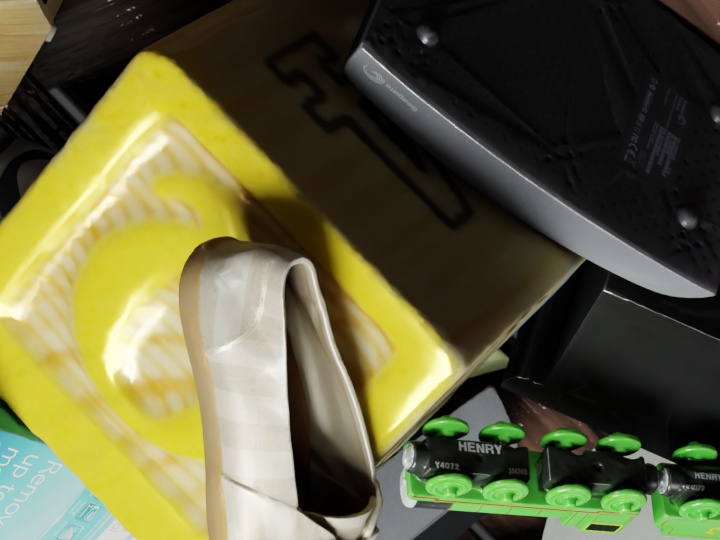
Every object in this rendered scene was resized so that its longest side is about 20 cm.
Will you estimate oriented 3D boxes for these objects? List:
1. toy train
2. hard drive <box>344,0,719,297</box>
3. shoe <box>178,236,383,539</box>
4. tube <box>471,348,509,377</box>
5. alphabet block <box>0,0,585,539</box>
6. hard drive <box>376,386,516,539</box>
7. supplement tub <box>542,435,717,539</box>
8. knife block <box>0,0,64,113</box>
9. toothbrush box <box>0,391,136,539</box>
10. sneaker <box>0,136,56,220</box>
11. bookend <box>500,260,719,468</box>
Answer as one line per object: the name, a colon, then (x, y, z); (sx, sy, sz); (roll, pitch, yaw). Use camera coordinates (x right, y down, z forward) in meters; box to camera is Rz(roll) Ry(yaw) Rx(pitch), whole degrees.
toy train: (0.110, 0.103, 1.405); (0.200, 0.042, 0.056); (7, 151, -18)
hard drive: (0.088, -0.081, 1.318); (0.200, 0.135, 0.042); (34, 142, -17)
shoe: (-0.027, 0.083, 1.207); (0.053, 0.070, 0.200); (-4, 105, 35)
tube: (0.000, 0.000, 1.521); (0.058, 0.052, 0.200); (28, 162, 50)
alphabet block: (-0.038, -0.001, 1.337); (0.196, 0.200, 0.195); (44, 121, 4)
hard drive: (-0.002, 0.149, 1.559); (0.042, 0.200, 0.135); (50, 165, 13)
supplement tub: (0.203, 0.177, 1.554); (0.144, 0.144, 0.200); (-19, 134, 38)
knife block: (-0.248, -0.131, 1.452); (0.176, 0.064, 0.200); (27, 141, -11)
toothbrush box: (-0.183, 0.111, 1.388); (0.146, 0.085, 0.200); (-45, 147, 14)
sneaker: (-0.126, 0.020, 1.547); (0.130, 0.079, 0.199); (17, 138, 41)
bookend: (0.200, 0.010, 1.414); (0.200, 0.092, 0.199); (23, 140, -3)
